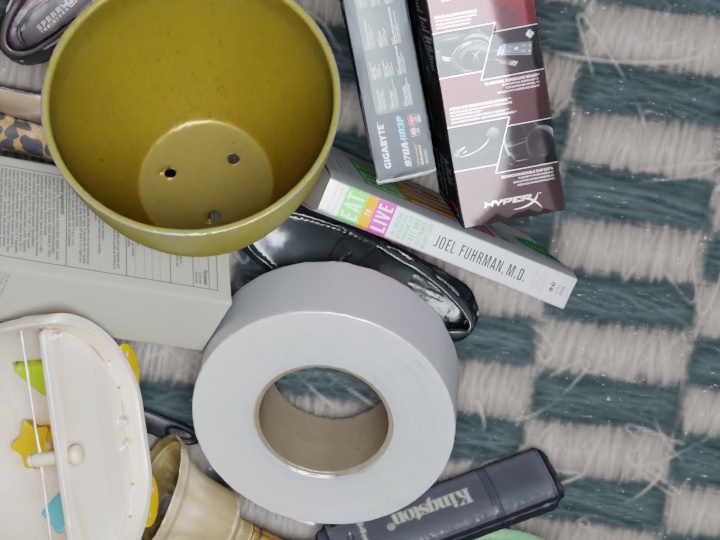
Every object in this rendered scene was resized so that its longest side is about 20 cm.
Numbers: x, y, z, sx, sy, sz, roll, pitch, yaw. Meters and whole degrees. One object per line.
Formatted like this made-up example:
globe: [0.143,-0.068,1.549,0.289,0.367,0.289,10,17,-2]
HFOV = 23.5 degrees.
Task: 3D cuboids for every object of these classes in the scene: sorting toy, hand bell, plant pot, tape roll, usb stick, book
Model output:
sorting toy: [-0.256,0.132,1.288,0.179,0.107,0.201,-6,94,25]
hand bell: [-0.080,0.213,1.370,0.199,0.104,0.105,25,98,-22]
plant pot: [-0.114,-0.089,1.209,0.199,0.142,0.201,0,68,-1]
tape roll: [-0.025,0.095,1.313,0.201,0.071,0.203,2,123,4]
usb stick: [0.064,0.195,1.373,0.199,0.033,0.056,-19,61,-9]
book: [0.050,-0.032,1.287,0.199,0.134,0.048,22,98,-17]

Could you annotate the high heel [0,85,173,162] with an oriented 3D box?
high heel: [-0.231,-0.136,1.293,0.200,0.071,0.143,-38,107,12]

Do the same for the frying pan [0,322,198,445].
frying pan: [-0.219,0.082,1.353,0.189,0.031,0.116,-1,108,-14]

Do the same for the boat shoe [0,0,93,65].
boat shoe: [-0.193,-0.228,1.289,0.200,0.057,0.067,-45,100,4]

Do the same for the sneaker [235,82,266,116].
sneaker: [-0.109,-0.212,1.266,0.118,0.074,0.202,-2,93,-40]

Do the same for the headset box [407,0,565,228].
headset box: [0.081,-0.144,1.206,0.077,0.149,0.201,-9,102,-2]

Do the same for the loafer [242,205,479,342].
loafer: [0.000,0.000,1.335,0.200,0.070,0.068,23,96,-8]

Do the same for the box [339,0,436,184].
box: [0.012,-0.173,1.261,0.046,0.159,0.201,-11,101,1]

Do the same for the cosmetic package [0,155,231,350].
cosmetic package: [-0.200,-0.013,1.270,0.199,0.104,0.073,11,142,-22]

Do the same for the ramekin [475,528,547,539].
ramekin: [0.073,0.288,1.332,0.199,0.200,0.098,-13,107,-1]
